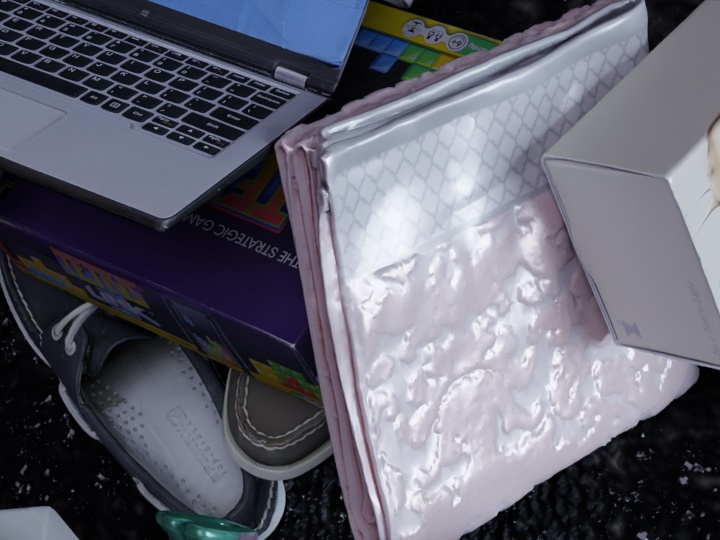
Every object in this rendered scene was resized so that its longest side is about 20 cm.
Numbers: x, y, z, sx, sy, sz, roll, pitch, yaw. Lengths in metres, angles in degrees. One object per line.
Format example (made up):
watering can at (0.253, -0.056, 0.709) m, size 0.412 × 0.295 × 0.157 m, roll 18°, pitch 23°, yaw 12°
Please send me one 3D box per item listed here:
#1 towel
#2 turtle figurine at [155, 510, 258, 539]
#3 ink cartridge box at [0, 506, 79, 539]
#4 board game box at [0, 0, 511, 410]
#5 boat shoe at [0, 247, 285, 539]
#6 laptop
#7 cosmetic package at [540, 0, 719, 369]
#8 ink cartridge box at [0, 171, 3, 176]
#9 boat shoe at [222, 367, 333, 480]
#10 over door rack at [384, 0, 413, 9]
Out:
towel at (0.062, 0.003, 0.906) m, size 0.199 × 0.032 × 0.193 m, roll -27°, pitch 116°, yaw -34°
turtle figurine at (-0.055, 0.201, 0.823) m, size 0.148 × 0.101 × 0.202 m, roll 15°, pitch 89°, yaw -2°
ink cartridge box at (-0.166, 0.213, 0.921) m, size 0.116 × 0.067 × 0.201 m, roll 44°, pitch 113°, yaw 27°
board game box at (-0.048, -0.048, 0.955) m, size 0.199 × 0.057 × 0.166 m, roll 21°, pitch 65°, yaw 35°
boat shoe at (-0.105, 0.040, 1.003) m, size 0.076 × 0.060 × 0.200 m, roll -42°, pitch 76°, yaw -3°
laptop at (-0.098, -0.132, 0.855) m, size 0.186 × 0.200 × 0.117 m, roll 20°, pitch 124°, yaw 21°
cosmetic package at (0.176, -0.062, 0.925) m, size 0.073 × 0.104 × 0.200 m, roll 12°, pitch 48°, yaw 46°
ink cartridge box at (-0.226, -0.102, 0.985) m, size 0.163 × 0.201 × 0.076 m, roll 2°, pitch 120°, yaw 7°
boat shoe at (-0.003, -0.001, 0.976) m, size 0.072 × 0.060 × 0.203 m, roll 27°, pitch 67°, yaw 9°
over door rack at (-0.030, -0.234, 1.051) m, size 0.199 × 0.067 × 0.149 m, roll 28°, pitch 82°, yaw 12°
